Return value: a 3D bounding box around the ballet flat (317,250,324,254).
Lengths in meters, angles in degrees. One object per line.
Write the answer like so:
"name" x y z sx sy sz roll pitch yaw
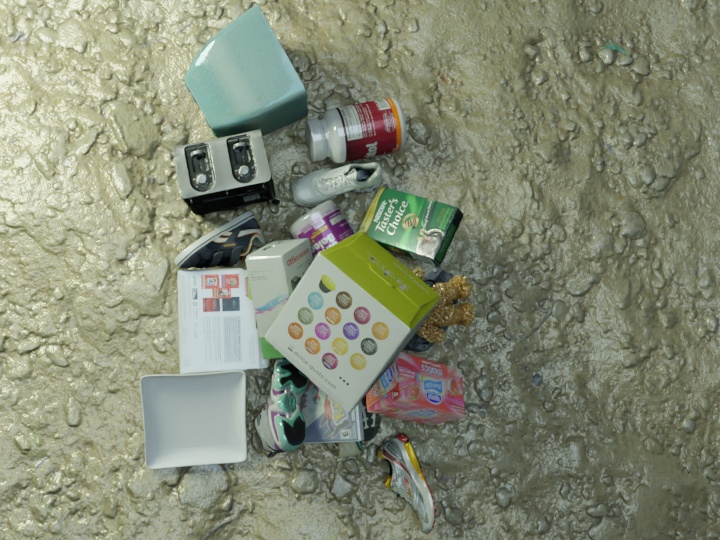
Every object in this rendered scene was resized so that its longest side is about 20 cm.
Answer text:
"ballet flat" 0.000 0.000 1.517 0.199 0.067 0.063 31 58 -22

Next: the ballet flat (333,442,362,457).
"ballet flat" -0.053 0.284 1.578 0.069 0.069 0.203 -17 87 -12

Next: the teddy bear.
"teddy bear" 0.131 0.070 1.493 0.197 0.067 0.147 9 94 -16

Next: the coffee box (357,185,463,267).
"coffee box" 0.099 -0.093 1.599 0.198 0.044 0.124 21 80 34

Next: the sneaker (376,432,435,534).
"sneaker" 0.094 0.441 1.587 0.081 0.078 0.202 -22 79 -8

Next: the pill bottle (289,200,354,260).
"pill bottle" -0.050 -0.032 1.586 0.112 0.112 0.201 -34 90 -13

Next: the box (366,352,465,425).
"box" 0.109 0.237 1.539 0.199 0.094 0.104 21 57 -40

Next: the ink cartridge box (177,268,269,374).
"ink cartridge box" -0.271 0.101 1.542 0.173 0.084 0.203 -1 84 -10

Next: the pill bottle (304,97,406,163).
"pill bottle" -0.012 -0.289 1.623 0.197 0.113 0.115 -13 86 -11

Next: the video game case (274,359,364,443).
"video game case" -0.086 0.240 1.546 0.180 0.023 0.203 -7 84 23

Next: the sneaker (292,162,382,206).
"sneaker" -0.047 -0.187 1.622 0.197 0.081 0.076 -17 89 -11

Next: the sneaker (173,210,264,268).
"sneaker" -0.271 -0.043 1.539 0.199 0.078 0.080 -35 91 -35

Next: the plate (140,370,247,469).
"plate" -0.321 0.285 1.509 0.196 0.032 0.203 -2 109 -12

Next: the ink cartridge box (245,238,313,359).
"ink cartridge box" -0.144 0.051 1.508 0.086 0.145 0.203 -6 103 19

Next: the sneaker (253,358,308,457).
"sneaker" -0.169 0.266 1.531 0.077 0.139 0.202 22 54 -31

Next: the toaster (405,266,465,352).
"toaster" 0.120 0.090 1.597 0.113 0.129 0.201 39 77 -4

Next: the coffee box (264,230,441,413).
"coffee box" -0.008 0.081 1.361 0.199 0.200 0.199 39 114 8

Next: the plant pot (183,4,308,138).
"plant pot" -0.237 -0.369 1.555 0.198 0.196 0.197 -30 90 -4

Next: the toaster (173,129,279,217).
"toaster" -0.261 -0.187 1.533 0.178 0.200 0.120 -11 83 -4

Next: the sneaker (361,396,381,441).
"sneaker" 0.005 0.241 1.575 0.076 0.089 0.203 -10 82 8
